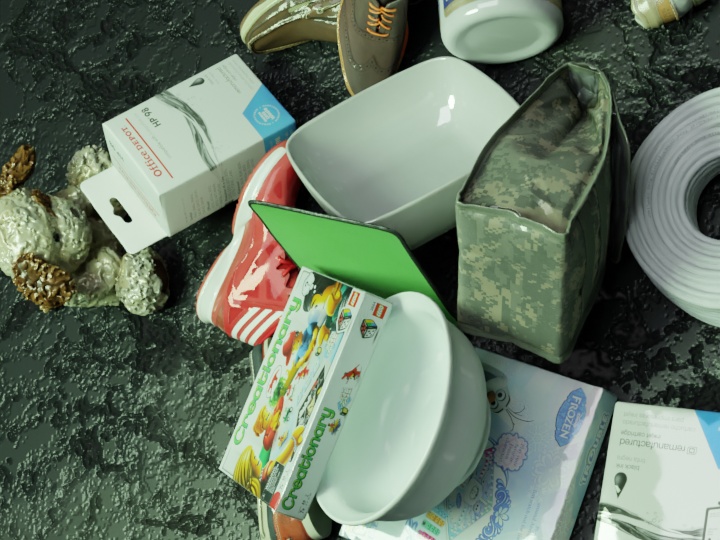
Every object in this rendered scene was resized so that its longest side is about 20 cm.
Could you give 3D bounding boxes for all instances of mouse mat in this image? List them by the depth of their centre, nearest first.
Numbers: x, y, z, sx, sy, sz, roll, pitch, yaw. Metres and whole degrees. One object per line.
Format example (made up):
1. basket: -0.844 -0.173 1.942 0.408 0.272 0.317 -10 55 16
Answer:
1. mouse mat: 0.000 0.000 1.441 0.160 0.200 0.008 13 68 31

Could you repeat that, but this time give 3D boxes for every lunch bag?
1. lunch bag: 0.162 -0.054 1.349 0.116 0.165 0.201 17 52 18

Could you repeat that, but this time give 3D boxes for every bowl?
1. bowl: 0.047 0.128 1.367 0.201 0.090 0.203 -38 40 41
2. bowl: 0.050 -0.097 1.470 0.199 0.075 0.200 -29 38 -8

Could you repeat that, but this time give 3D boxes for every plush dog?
1. plush dog: -0.310 -0.027 1.634 0.160 0.171 0.201 -33 63 17

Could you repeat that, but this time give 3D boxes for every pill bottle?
1. pill bottle: 0.125 -0.307 1.513 0.115 0.116 0.202 -12 70 25

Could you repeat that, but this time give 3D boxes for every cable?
1. cable: 0.318 -0.056 1.355 0.199 0.069 0.201 -33 62 16

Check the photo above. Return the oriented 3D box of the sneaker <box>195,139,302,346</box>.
1. sneaker: -0.070 -0.017 1.568 0.115 0.078 0.202 29 102 24

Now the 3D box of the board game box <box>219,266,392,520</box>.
1. board game box: -0.050 0.104 1.417 0.126 0.034 0.202 20 87 61

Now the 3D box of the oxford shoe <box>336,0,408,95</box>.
1. oxford shoe: 0.013 -0.249 1.537 0.070 0.073 0.202 5 116 -1

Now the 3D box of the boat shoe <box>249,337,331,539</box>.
1. boat shoe: -0.079 0.163 1.512 0.062 0.071 0.202 -22 69 24

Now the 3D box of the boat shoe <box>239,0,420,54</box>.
1. boat shoe: -0.027 -0.257 1.609 0.201 0.075 0.076 -26 70 20

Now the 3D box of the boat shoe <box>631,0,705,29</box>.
1. boat shoe: 0.239 -0.309 1.475 0.068 0.075 0.201 -33 62 10

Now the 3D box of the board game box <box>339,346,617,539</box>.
1. board game box: 0.102 0.173 1.419 0.198 0.043 0.202 17 83 34

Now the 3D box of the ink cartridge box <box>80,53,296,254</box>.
1. ink cartridge box: -0.172 -0.116 1.594 0.199 0.067 0.116 -31 58 -18

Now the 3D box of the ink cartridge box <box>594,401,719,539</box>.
1. ink cartridge box: 0.267 0.218 1.290 0.145 0.084 0.202 3 76 29
